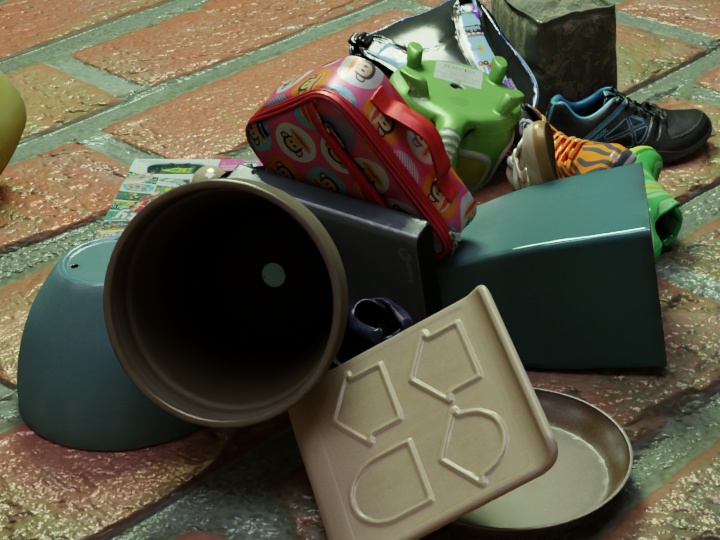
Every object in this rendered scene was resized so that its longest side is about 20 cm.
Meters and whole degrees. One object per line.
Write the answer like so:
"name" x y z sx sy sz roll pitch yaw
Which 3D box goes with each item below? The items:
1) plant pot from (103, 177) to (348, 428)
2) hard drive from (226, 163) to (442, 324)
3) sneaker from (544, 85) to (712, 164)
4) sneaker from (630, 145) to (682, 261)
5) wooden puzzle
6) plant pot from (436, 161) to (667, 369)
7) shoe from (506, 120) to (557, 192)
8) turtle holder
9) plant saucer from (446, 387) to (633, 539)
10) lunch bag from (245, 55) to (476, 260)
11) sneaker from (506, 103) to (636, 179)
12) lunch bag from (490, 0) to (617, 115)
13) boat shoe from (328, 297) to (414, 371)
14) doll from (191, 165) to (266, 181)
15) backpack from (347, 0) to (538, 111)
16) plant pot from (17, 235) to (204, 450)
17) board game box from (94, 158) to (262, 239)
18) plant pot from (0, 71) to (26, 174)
"plant pot" -0.093 0.014 1.452 0.199 0.201 0.174 3 10 12
"hard drive" -0.021 -0.014 1.563 0.199 0.140 0.033 18 50 25
"sneaker" 0.299 -0.163 1.929 0.199 0.082 0.073 -9 27 -12
"sneaker" 0.287 -0.058 1.768 0.083 0.074 0.200 20 35 6
"wooden puzzle" 0.049 0.130 1.367 0.199 0.046 0.186 -32 46 11
"plant pot" 0.172 0.006 1.591 0.199 0.142 0.142 -8 28 9
"shoe" 0.168 -0.074 1.690 0.053 0.200 0.070 -7 58 6
"turtle holder" 0.093 -0.133 1.727 0.140 0.132 0.186 -1 32 -26
"plant saucer" 0.122 0.161 1.416 0.199 0.032 0.200 -3 28 2
"lunch bag" 0.010 -0.093 1.546 0.176 0.200 0.082 -16 29 50
"sneaker" 0.199 -0.116 1.760 0.078 0.112 0.200 -51 9 -13
"lunch bag" 0.215 -0.256 2.020 0.117 0.165 0.200 -15 30 -15
"boat shoe" 0.006 0.060 1.520 0.074 0.093 0.200 -19 20 -19
"doll" -0.097 -0.074 1.700 0.199 0.049 0.136 16 35 43
"backpack" 0.102 -0.192 1.944 0.182 0.135 0.200 -25 58 -13
"plant pot" -0.216 0.048 1.551 0.199 0.135 0.200 -3 28 2
"board game box" -0.181 -0.047 1.794 0.147 0.065 0.200 0 30 7
"plant pot" -0.473 -0.128 1.875 0.199 0.200 0.143 0 55 6
